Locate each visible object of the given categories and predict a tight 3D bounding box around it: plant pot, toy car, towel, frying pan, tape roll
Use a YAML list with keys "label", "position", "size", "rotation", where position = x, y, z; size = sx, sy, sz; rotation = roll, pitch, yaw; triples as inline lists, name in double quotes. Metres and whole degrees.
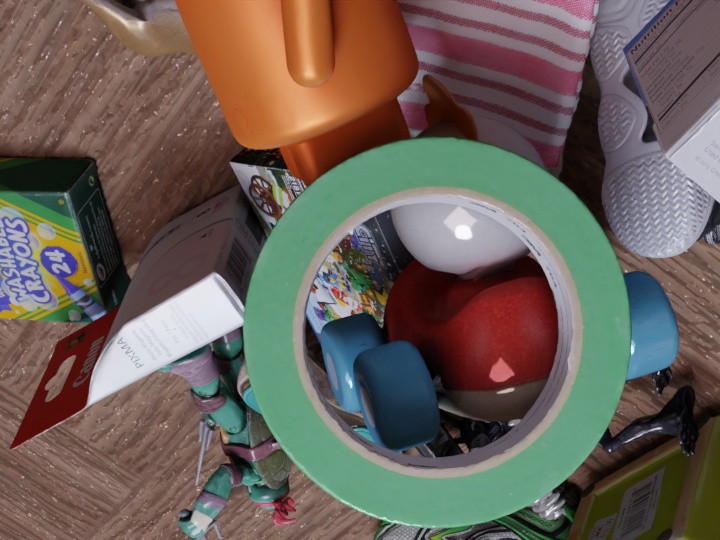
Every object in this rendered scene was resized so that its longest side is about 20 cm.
- label: "plant pot"
  position: [0.258, 0.235, 0.973]
  size: [0.181, 0.200, 0.199]
  rotation: [44, 128, -7]
- label: "toy car"
  position: [0.064, -0.021, 0.796]
  size: [0.184, 0.177, 0.201]
  rotation: [-15, 102, -11]
- label: "towel"
  position: [0.064, -0.155, 0.769]
  size: [0.146, 0.030, 0.200]
  rotation: [14, 133, 8]
- label: "frying pan"
  position: [0.047, 0.119, 0.971]
  size: [0.115, 0.031, 0.190]
  rotation: [50, 173, 14]
- label: "tape roll"
  position: [0.039, 0.032, 0.697]
  size: [0.200, 0.048, 0.201]
  rotation: [0, 89, 0]

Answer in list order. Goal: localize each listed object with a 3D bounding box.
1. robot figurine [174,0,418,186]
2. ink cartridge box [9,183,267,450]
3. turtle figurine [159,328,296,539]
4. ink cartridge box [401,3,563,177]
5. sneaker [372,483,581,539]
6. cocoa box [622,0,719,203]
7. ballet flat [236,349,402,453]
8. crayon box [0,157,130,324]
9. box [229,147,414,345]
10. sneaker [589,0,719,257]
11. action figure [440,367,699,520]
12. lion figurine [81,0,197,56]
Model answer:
- label: "robot figurine"
  position: [-0.039, -0.146, 0.726]
  size: [0.116, 0.144, 0.201]
  rotation: [-13, 110, 29]
- label: "ink cartridge box"
  position: [-0.163, 0.028, 0.942]
  size: [0.199, 0.163, 0.057]
  rotation: [-24, 113, 12]
- label: "turtle figurine"
  position: [-0.103, 0.131, 1.059]
  size: [0.100, 0.150, 0.201]
  rotation: [-13, 115, 3]
- label: "ink cartridge box"
  position: [0.058, -0.108, 0.879]
  size: [0.160, 0.050, 0.200]
  rotation: [7, 140, 14]
- label: "sneaker"
  position: [0.086, 0.231, 1.098]
  size: [0.200, 0.085, 0.078]
  rotation: [-22, 117, 32]
- label: "cocoa box"
  position: [0.250, -0.073, 0.647]
  size: [0.200, 0.131, 0.133]
  rotation: [35, 115, -18]
- label: "ballet flat"
  position: [-0.024, 0.109, 1.046]
  size: [0.068, 0.067, 0.200]
  rotation: [-24, 134, 19]
- label: "crayon box"
  position: [-0.295, -0.025, 1.055]
  size: [0.199, 0.052, 0.126]
  rotation: [3, 127, 18]
- label: "box"
  position: [0.000, 0.000, 0.941]
  size: [0.136, 0.038, 0.200]
  rotation: [12, 136, 47]
- label: "sneaker"
  position: [0.196, -0.109, 0.804]
  size: [0.075, 0.114, 0.201]
  rotation: [2, 93, 38]
- label: "action figure"
  position: [0.137, 0.110, 0.974]
  size: [0.199, 0.102, 0.119]
  rotation: [-17, 104, 30]
- label: "lion figurine"
  position: [-0.113, -0.163, 0.868]
  size: [0.200, 0.073, 0.123]
  rotation: [26, 157, 37]
